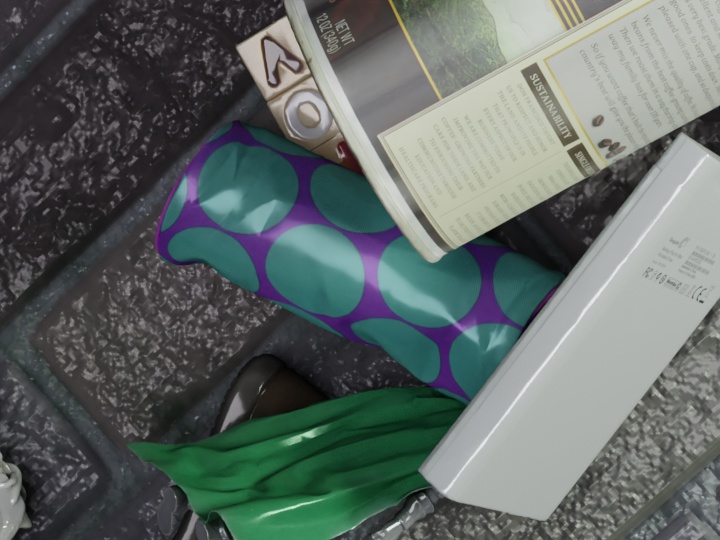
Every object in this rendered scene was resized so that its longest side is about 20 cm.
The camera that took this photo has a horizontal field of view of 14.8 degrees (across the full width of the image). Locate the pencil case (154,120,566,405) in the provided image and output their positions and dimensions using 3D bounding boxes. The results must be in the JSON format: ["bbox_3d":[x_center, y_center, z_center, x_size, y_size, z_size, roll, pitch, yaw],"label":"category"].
[{"bbox_3d":[0.000,0.000,1.386,0.200,0.085,0.093,27,141,7],"label":"pencil case"}]

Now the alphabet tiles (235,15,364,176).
[{"bbox_3d":[0.043,-0.121,1.404,0.200,0.008,0.167,-30,90,15],"label":"alphabet tiles"}]

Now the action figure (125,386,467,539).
[{"bbox_3d":[-0.001,0.099,1.371,0.118,0.200,0.055,43,138,43],"label":"action figure"}]

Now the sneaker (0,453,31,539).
[{"bbox_3d":[-0.217,0.105,1.468,0.081,0.075,0.201,-3,105,6],"label":"sneaker"}]

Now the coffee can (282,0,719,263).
[{"bbox_3d":[0.085,-0.113,1.263,0.200,0.146,0.147,-29,90,8],"label":"coffee can"}]

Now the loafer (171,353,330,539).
[{"bbox_3d":[-0.059,0.146,1.429,0.071,0.073,0.201,21,102,12],"label":"loafer"}]

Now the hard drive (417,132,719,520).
[{"bbox_3d":[0.120,0.031,1.333,0.026,0.132,0.200,42,99,25],"label":"hard drive"}]
